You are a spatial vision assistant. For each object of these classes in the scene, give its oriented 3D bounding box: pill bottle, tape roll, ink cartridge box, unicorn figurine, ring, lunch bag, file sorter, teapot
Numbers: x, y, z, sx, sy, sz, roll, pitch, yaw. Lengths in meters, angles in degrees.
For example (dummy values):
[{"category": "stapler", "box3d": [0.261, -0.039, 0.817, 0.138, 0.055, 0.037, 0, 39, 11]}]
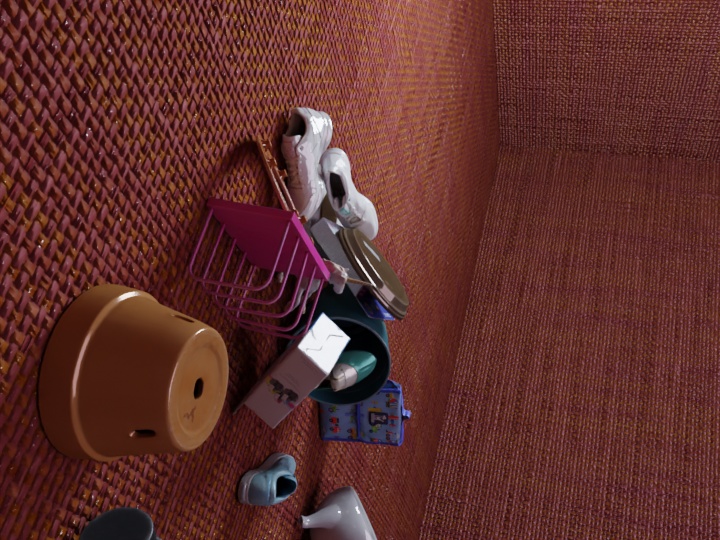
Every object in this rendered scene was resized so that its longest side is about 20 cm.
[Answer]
[{"category": "pill bottle", "box3d": [-0.274, 0.388, 0.905, 0.112, 0.110, 0.203, -55, 147, -57]}, {"category": "tape roll", "box3d": [-0.077, -0.107, 1.480, 0.203, 0.037, 0.206, 6, 90, -73]}, {"category": "ink cartridge box", "box3d": [-0.114, 0.174, 1.233, 0.200, 0.068, 0.115, -46, -176, 31]}, {"category": "ink cartridge box", "box3d": [0.000, 0.000, 1.440, 0.201, 0.043, 0.196, 55, 10, 13]}, {"category": "unicorn figurine", "box3d": [-0.086, 0.006, 1.280, 0.073, 0.201, 0.138, -2, 135, -42]}, {"category": "ring", "box3d": [-0.116, -0.121, 1.193, 0.200, 0.019, 0.203, -23, 91, -89]}, {"category": "lunch bag", "box3d": [0.015, 0.304, 1.669, 0.094, 0.197, 0.153, -53, 146, -58]}, {"category": "file sorter", "box3d": [-0.149, 0.006, 1.122, 0.200, 0.137, 0.127, 64, 40, -61]}, {"category": "teapot", "box3d": [-0.048, 0.593, 1.689, 0.197, 0.145, 0.202, 140, -75, -87]}]

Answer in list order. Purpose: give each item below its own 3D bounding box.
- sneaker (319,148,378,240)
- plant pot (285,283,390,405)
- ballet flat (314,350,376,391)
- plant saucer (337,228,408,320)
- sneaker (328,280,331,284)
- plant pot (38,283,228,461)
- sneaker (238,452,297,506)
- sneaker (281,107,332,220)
[{"category": "sneaker", "box3d": [-0.026, -0.122, 1.407, 0.089, 0.074, 0.201, -89, 155, -55]}, {"category": "plant pot", "box3d": [-0.036, 0.123, 1.474, 0.189, 0.197, 0.202, -82, 171, -59]}, {"category": "ballet flat", "box3d": [-0.066, 0.191, 1.353, 0.071, 0.197, 0.068, -98, -177, -62]}, {"category": "plant saucer", "box3d": [0.028, 0.000, 1.383, 0.201, 0.029, 0.200, 51, 12, -15]}, {"category": "sneaker", "box3d": [-0.005, 0.018, 1.640, 0.200, 0.110, 0.078, 61, 39, -63]}, {"category": "plant pot", "box3d": [-0.241, 0.123, 0.861, 0.200, 0.138, 0.203, 7, 90, -74]}, {"category": "sneaker", "box3d": [-0.146, 0.387, 1.375, 0.200, 0.081, 0.075, -12, 109, -72]}, {"category": "sneaker", "box3d": [-0.110, -0.185, 1.318, 0.099, 0.074, 0.203, 9, 88, -54]}]
